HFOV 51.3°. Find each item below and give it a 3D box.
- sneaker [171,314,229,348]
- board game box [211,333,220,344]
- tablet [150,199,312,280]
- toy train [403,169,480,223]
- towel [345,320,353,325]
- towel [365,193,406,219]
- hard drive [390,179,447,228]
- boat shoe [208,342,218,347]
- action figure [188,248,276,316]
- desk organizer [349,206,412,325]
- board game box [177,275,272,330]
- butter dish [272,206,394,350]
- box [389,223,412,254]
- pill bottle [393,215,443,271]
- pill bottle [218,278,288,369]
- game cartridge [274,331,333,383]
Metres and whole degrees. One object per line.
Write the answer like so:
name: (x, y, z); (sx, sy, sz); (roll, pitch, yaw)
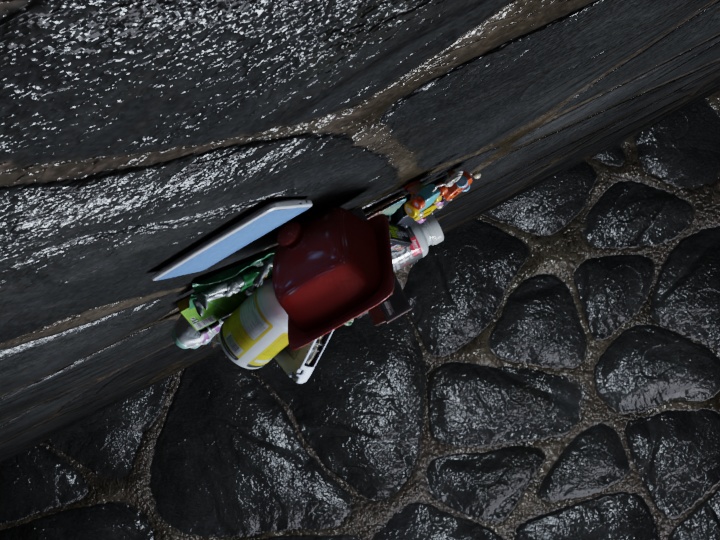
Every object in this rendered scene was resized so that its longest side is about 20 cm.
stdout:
sneaker: (-0.266, 0.073, 1.451); (0.200, 0.078, 0.140); (-37, -178, -39)
board game box: (-0.209, 0.118, 1.601); (0.200, 0.034, 0.134); (-16, -164, -43)
tablet: (-0.166, -0.041, 0.975); (0.200, 0.014, 0.130); (-28, 177, 20)
toy train: (0.142, -0.154, 1.381); (0.150, 0.056, 0.200); (-40, 171, 12)
towel: (-0.104, 0.054, 1.518); (0.023, 0.200, 0.153); (-61, 177, -3)
towel: (0.009, -0.090, 1.464); (0.147, 0.022, 0.200); (-29, 178, -12)
hard drive: (0.125, -0.134, 1.568); (0.135, 0.042, 0.200); (-27, 176, -5)
boat shoe: (-0.390, 0.204, 2.364); (0.200, 0.072, 0.072); (-28, 176, 15)
action figure: (-0.189, 0.010, 1.262); (0.200, 0.055, 0.118); (-30, 175, -29)
desk organizer: (0.000, 0.000, 1.304); (0.072, 0.200, 0.077); (-25, 178, -45)
board game box: (-0.225, 0.040, 1.360); (0.200, 0.030, 0.096); (-25, 155, -5)
butter dish: (-0.065, -0.017, 1.124); (0.200, 0.148, 0.200); (-31, -144, 22)
box: (-0.010, -0.028, 1.514); (0.200, 0.044, 0.160); (-31, 168, 18)
pill bottle: (0.095, -0.065, 1.813); (0.200, 0.111, 0.111); (-27, 177, -4)
pill bottle: (-0.158, 0.084, 1.344); (0.200, 0.112, 0.112); (-41, 169, 32)
game cartridge: (-0.099, 0.091, 1.387); (0.040, 0.133, 0.200); (16, 107, -43)
